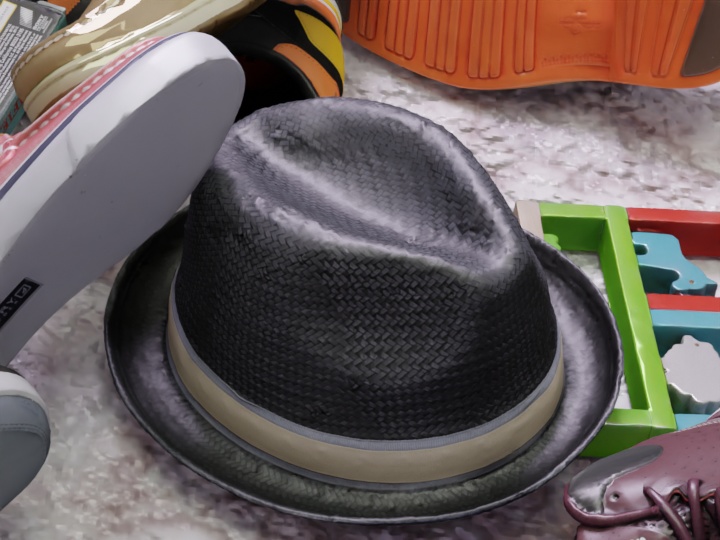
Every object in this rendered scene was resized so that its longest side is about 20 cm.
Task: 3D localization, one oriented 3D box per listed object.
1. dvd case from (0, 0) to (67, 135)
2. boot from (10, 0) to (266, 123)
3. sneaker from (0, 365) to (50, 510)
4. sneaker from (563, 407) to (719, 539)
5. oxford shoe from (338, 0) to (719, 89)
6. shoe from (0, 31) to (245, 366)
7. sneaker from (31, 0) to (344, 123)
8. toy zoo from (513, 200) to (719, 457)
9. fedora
[{"bbox_3d":[-0.238,-0.078,0.839,0.200,0.022,0.146,21,64,11],"label":"dvd case"},{"bbox_3d":[-0.098,-0.157,0.816,0.155,0.072,0.200,52,51,-7],"label":"boot"},{"bbox_3d":[-0.154,0.112,0.632,0.200,0.084,0.121,-33,51,-28],"label":"sneaker"},{"bbox_3d":[0.133,0.097,0.676,0.115,0.076,0.200,-14,10,-19],"label":"sneaker"},{"bbox_3d":[0.083,-0.117,0.963,0.200,0.071,0.073,11,9,12],"label":"oxford shoe"},{"bbox_3d":[-0.137,-0.026,0.736,0.200,0.071,0.091,-47,65,2],"label":"shoe"},{"bbox_3d":[-0.103,-0.094,0.882,0.200,0.070,0.090,4,39,-9],"label":"sneaker"},{"bbox_3d":[0.166,0.025,0.838,0.200,0.020,0.131,3,42,-8],"label":"toy zoo"},{"bbox_3d":[0.000,0.000,0.764,0.200,0.092,0.201,-1,42,1],"label":"fedora"}]
